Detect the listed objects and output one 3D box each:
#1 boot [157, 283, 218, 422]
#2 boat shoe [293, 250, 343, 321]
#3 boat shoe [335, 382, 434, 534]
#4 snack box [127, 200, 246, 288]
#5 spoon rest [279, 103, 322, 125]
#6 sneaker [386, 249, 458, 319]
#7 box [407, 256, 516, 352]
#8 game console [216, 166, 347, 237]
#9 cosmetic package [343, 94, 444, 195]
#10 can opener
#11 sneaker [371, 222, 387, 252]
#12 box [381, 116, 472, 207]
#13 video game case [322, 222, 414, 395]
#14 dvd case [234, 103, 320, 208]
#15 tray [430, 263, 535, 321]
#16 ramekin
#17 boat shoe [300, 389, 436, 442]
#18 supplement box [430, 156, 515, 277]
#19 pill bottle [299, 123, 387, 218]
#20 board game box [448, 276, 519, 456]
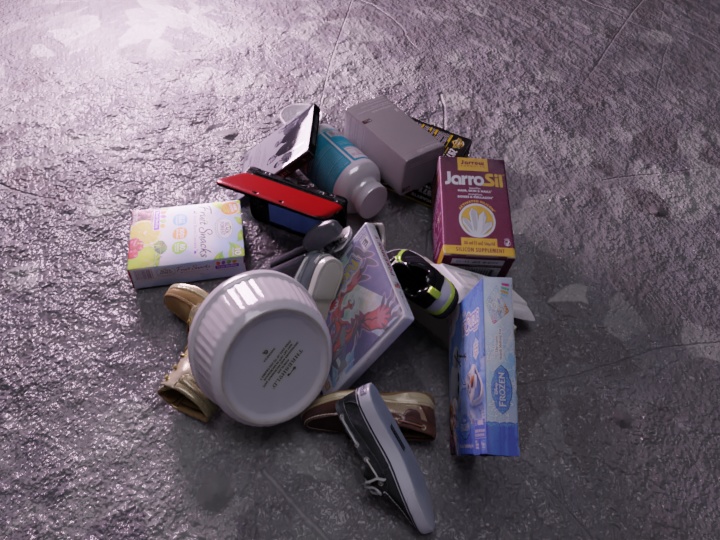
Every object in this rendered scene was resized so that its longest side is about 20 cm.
[{"bbox_3d":[-0.256,0.119,0.864,0.197,0.074,0.156,31,54,13],"label":"boot"},{"bbox_3d":[-0.092,0.065,0.877,0.072,0.205,0.061,18,10,-47],"label":"boat shoe"},{"bbox_3d":[0.030,0.252,0.745,0.067,0.204,0.074,-27,4,13],"label":"boat shoe"},{"bbox_3d":[-0.304,-0.050,1.017,0.193,0.054,0.145,-7,51,-10],"label":"snack box"},{"bbox_3d":[-0.138,-0.306,1.246,0.096,0.062,0.204,8,50,2],"label":"spoon rest"},{"bbox_3d":[0.072,0.002,0.863,0.073,0.082,0.199,-57,35,-2],"label":"sneaker"},{"bbox_3d":[0.149,0.074,0.936,0.081,0.070,0.199,-33,59,-29],"label":"box"},{"bbox_3d":[-0.130,-0.093,0.988,0.194,0.175,0.120,20,51,12],"label":"game console"},{"bbox_3d":[0.062,-0.249,1.131,0.105,0.092,0.200,-27,53,-29],"label":"cosmetic package"},{"bbox_3d":[-0.094,-0.034,0.937,0.196,0.067,0.054,-21,34,38],"label":"can opener"},{"bbox_3d":[0.000,0.000,0.971,0.073,0.094,0.204,10,49,7],"label":"sneaker"},{"bbox_3d":[0.129,-0.233,1.212,0.156,0.050,0.202,24,52,13],"label":"box"},{"bbox_3d":[-0.016,0.062,0.862,0.023,0.201,0.185,16,37,-38],"label":"video game case"},{"bbox_3d":[-0.161,-0.223,1.116,0.196,0.025,0.154,-28,41,29],"label":"dvd case"},{"bbox_3d":[0.197,0.030,0.930,0.195,0.023,0.108,14,24,-36],"label":"tray"},{"bbox_3d":[-0.126,0.111,0.771,0.197,0.209,0.094,-22,24,-22],"label":"ramekin"},{"bbox_3d":[0.012,0.216,0.804,0.192,0.073,0.074,1,52,-6],"label":"boat shoe"},{"bbox_3d":[0.197,-0.089,1.030,0.126,0.104,0.206,2,62,-2],"label":"supplement box"},{"bbox_3d":[-0.034,-0.188,1.118,0.109,0.113,0.200,-28,56,-26],"label":"pill bottle"},{"bbox_3d":[0.155,0.135,0.753,0.042,0.201,0.206,4,72,-2],"label":"board game box"}]
